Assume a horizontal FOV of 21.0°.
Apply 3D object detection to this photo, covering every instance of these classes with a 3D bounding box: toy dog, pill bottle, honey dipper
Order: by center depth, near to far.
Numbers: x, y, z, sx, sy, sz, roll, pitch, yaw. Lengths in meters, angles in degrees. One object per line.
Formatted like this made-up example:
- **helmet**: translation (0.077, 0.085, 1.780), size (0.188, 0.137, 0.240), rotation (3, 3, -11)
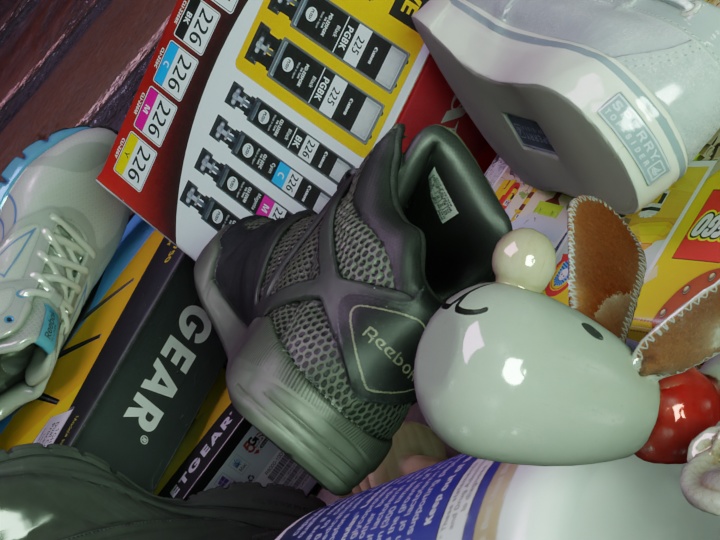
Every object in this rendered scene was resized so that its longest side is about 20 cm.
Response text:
- **toy dog**: translation (0.115, 0.006, 0.505), size (0.131, 0.199, 0.097), rotation (7, 92, 41)
- **pill bottle**: translation (0.029, 0.118, 0.596), size (0.199, 0.116, 0.116), rotation (-26, 33, 48)
- **honey dipper**: translation (0.047, 0.078, 0.738), size (0.038, 0.038, 0.200), rotation (-59, 24, -18)

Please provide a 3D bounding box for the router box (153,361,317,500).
- **router box**: translation (-0.111, 0.136, 0.949), size (0.201, 0.052, 0.157), rotation (-53, 21, -2)

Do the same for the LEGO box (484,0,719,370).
- **LEGO box**: translation (0.123, -0.025, 0.682), size (0.149, 0.077, 0.200), rotation (-56, 21, -11)

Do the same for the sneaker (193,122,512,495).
- **sneaker**: translation (0.000, 0.000, 0.703), size (0.114, 0.076, 0.199), rotation (-45, 14, 2)

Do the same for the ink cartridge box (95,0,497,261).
- **ink cartridge box**: translation (0.006, -0.079, 0.825), size (0.175, 0.084, 0.201), rotation (36, 110, 29)

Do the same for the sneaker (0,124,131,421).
- **sneaker**: translation (-0.160, 0.017, 0.944), size (0.086, 0.075, 0.201), rotation (9, 62, 51)

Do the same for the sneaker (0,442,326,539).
- **sneaker**: translation (-0.089, 0.123, 0.749), size (0.091, 0.198, 0.076), rotation (-116, 35, -57)

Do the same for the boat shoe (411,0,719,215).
- **boat shoe**: translation (0.077, -0.071, 0.666), size (0.071, 0.070, 0.201), rotation (-36, 20, -5)

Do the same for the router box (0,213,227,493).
- **router box**: translation (-0.120, 0.046, 0.962), size (0.149, 0.051, 0.201), rotation (-25, 32, 51)

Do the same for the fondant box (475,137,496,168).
- **fondant box**: translation (0.078, -0.089, 0.908), size (0.200, 0.058, 0.145), rotation (-40, 24, 27)
